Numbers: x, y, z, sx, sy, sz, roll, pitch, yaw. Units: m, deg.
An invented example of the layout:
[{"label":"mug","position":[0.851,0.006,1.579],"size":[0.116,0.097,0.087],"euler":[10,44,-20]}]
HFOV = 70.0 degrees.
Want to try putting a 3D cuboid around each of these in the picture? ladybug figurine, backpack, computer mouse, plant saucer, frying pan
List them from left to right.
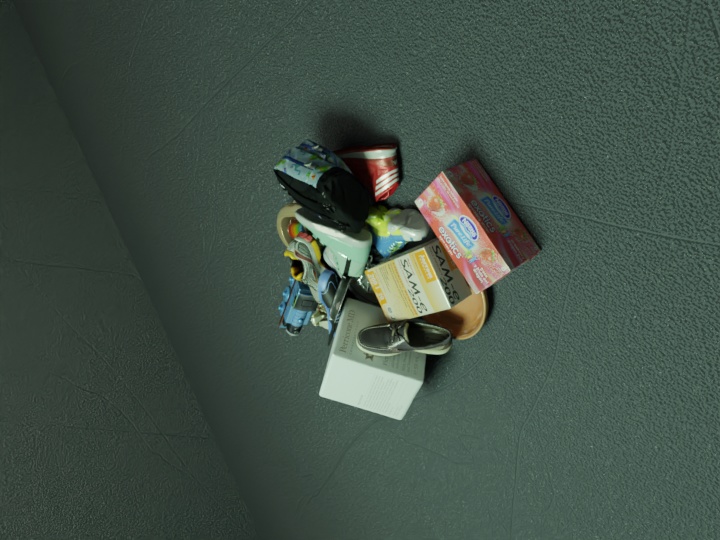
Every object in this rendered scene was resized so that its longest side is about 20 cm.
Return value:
[{"label":"ladybug figurine","position":[-0.136,-0.106,1.280],"size":[0.199,0.071,0.138],"euler":[9,118,51]},{"label":"backpack","position":[-0.086,-0.181,1.054],"size":[0.198,0.155,0.163],"euler":[15,163,35]},{"label":"frying pan","position":[-0.051,0.080,1.169],"size":[0.031,0.116,0.191],"euler":[21,144,-1]},{"label":"computer mouse","position":[-0.005,-0.054,1.228],"size":[0.198,0.034,0.059],"euler":[5,132,42]},{"label":"plant saucer","position":[0.180,0.041,1.045],"size":[0.199,0.037,0.203],"euler":[29,130,39]}]

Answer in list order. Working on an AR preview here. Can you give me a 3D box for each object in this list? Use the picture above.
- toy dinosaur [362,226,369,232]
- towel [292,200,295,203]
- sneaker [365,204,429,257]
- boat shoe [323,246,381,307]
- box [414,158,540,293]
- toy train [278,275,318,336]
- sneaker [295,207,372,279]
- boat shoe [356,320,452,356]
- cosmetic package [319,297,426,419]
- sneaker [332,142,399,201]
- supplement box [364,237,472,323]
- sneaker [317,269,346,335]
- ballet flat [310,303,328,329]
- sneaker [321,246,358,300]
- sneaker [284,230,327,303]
[{"label":"toy dinosaur","position":[-0.041,-0.109,1.174],"size":[0.089,0.047,0.200],"euler":[66,166,-16]},{"label":"towel","position":[-0.134,-0.124,1.350],"size":[0.154,0.023,0.200],"euler":[58,145,10]},{"label":"sneaker","position":[0.081,-0.073,1.077],"size":[0.199,0.075,0.106],"euler":[31,144,54]},{"label":"boat shoe","position":[0.002,-0.003,1.193],"size":[0.202,0.074,0.086],"euler":[47,145,7]},{"label":"box","position":[0.202,-0.078,0.893],"size":[0.201,0.102,0.095],"euler":[58,143,10]},{"label":"toy train","position":[-0.171,0.091,1.425],"size":[0.115,0.086,0.202],"euler":[-110,37,-50]},{"label":"sneaker","position":[-0.068,-0.057,1.116],"size":[0.199,0.074,0.119],"euler":[30,131,26]},{"label":"boat shoe","position":[0.089,0.132,1.038],"size":[0.065,0.197,0.073],"euler":[87,-173,-61]},{"label":"cosmetic package","position":[0.031,0.197,1.145],"size":[0.197,0.169,0.167],"euler":[16,135,-2]},{"label":"sneaker","position":[0.001,-0.202,1.089],"size":[0.199,0.078,0.117],"euler":[11,118,49]},{"label":"supplement box","position":[0.110,0.023,1.028],"size":[0.199,0.073,0.127],"euler":[-23,93,54]},{"label":"sneaker","position":[-0.045,0.087,1.237],"size":[0.077,0.070,0.202],"euler":[11,132,29]},{"label":"ballet flat","position":[-0.098,0.130,1.422],"size":[0.199,0.063,0.077],"euler":[5,114,50]},{"label":"sneaker","position":[-0.061,0.029,1.306],"size":[0.201,0.073,0.082],"euler":[56,142,11]},{"label":"sneaker","position":[-0.130,0.004,1.231],"size":[0.077,0.082,0.202],"euler":[19,143,39]}]
